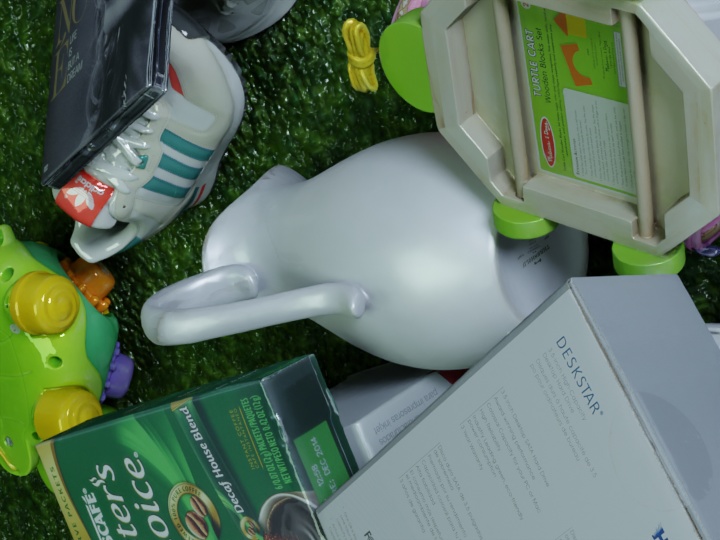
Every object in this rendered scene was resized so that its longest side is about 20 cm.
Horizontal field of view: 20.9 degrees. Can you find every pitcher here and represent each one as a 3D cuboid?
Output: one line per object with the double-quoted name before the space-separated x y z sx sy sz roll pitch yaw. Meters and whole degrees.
"pitcher" 0.000 0.000 1.005 0.200 0.172 0.121 1 116 41

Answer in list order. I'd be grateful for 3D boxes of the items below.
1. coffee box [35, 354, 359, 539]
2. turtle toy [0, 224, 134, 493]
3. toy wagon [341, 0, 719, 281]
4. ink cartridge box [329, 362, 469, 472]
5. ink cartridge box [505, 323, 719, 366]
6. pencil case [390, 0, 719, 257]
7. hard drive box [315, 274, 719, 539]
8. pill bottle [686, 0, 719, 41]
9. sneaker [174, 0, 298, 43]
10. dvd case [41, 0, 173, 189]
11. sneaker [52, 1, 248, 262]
"coffee box" -0.079 0.122 1.017 0.200 0.044 0.123 -17 96 45
"turtle toy" -0.203 0.063 1.256 0.146 0.101 0.200 5 113 39
"toy wagon" 0.077 -0.083 0.867 0.200 0.040 0.155 21 136 37
"ink cartridge box" 0.035 0.159 1.067 0.145 0.145 0.200 -20 96 44
"ink cartridge box" 0.150 0.124 0.914 0.145 0.084 0.200 -1 91 46
"pencil case" 0.106 -0.084 0.939 0.200 0.083 0.087 32 127 25
"hard drive box" 0.088 0.121 0.861 0.200 0.077 0.156 -45 60 38
"pill bottle" 0.137 -0.195 0.842 0.112 0.112 0.200 23 123 31
"sneaker" -0.070 -0.172 1.025 0.200 0.115 0.076 -34 86 44
"dvd case" -0.135 -0.161 1.060 0.149 0.016 0.200 -31 51 55
"sneaker" -0.124 -0.067 1.097 0.070 0.093 0.200 41 153 9
